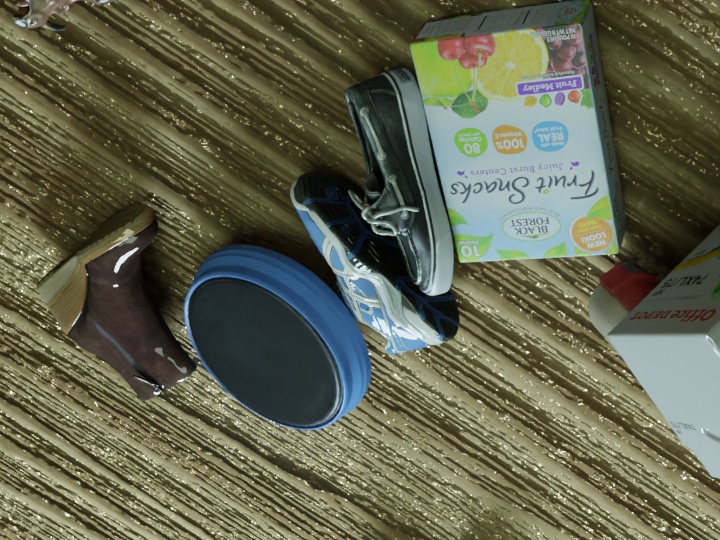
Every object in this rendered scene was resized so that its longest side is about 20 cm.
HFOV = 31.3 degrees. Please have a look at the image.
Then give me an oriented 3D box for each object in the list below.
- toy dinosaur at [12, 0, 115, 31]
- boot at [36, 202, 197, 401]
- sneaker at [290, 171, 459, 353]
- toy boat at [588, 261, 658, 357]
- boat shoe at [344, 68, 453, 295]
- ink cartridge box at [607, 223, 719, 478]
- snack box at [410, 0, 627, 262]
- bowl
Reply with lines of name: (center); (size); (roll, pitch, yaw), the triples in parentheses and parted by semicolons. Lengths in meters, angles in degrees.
toy dinosaur: (-0.188, -0.267, 1.057); (0.197, 0.086, 0.137); (-1, 133, 3)
boot: (-0.215, 0.034, 1.266); (0.167, 0.073, 0.199); (47, 133, -13)
sneaker: (0.000, 0.000, 1.152); (0.077, 0.076, 0.201); (-30, 106, 38)
toy boat: (0.293, 0.056, 1.063); (0.131, 0.131, 0.200); (-45, 100, 7)
boat shoe: (0.029, -0.065, 1.086); (0.067, 0.074, 0.202); (-20, 119, -15)
ink cartridge box: (0.318, 0.039, 0.941); (0.147, 0.200, 0.147); (51, 164, -9)
snack box: (0.131, -0.108, 1.046); (0.140, 0.053, 0.202); (-2, 121, 24)
bowl: (-0.083, 0.069, 1.220); (0.199, 0.039, 0.202); (22, 137, 22)
